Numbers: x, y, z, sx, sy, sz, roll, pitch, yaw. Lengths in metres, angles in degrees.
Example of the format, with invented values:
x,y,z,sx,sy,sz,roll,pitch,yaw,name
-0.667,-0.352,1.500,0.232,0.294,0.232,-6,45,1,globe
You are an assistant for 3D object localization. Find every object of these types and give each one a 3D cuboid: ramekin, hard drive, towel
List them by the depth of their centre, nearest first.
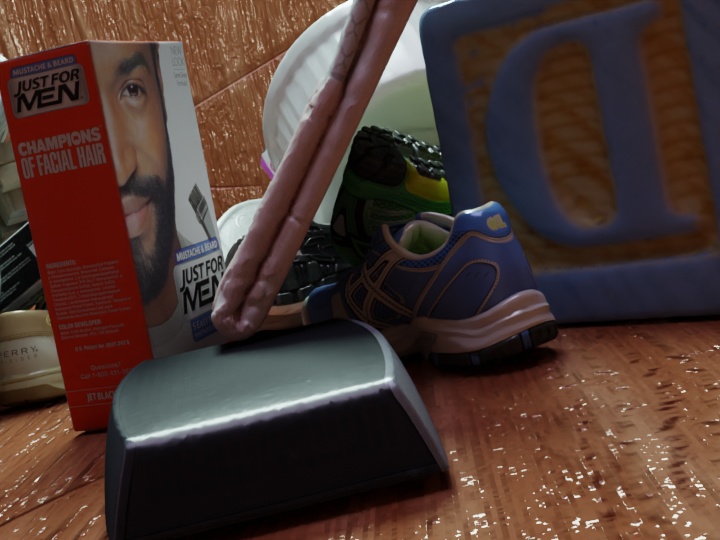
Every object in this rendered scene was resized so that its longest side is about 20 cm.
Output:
x,y,z,sx,sy,sz,roll,pitch,yaw,name
-0.043,0.059,0.519,0.134,0.043,0.200,-12,6,-6,hard drive
-0.027,-0.059,0.660,0.032,0.192,0.200,25,2,-2,towel
0.036,-0.094,0.885,0.199,0.201,0.098,-13,43,-11,ramekin

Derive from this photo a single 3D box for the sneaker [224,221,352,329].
x,y,z,sx,sy,sz,roll,pitch,yaw,name
0.000,0.000,0.846,0.199,0.074,0.079,-6,-24,-16,sneaker

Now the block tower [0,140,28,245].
x,y,z,sx,sy,sz,roll,pitch,yaw,name
-0.279,-0.026,0.967,0.058,0.054,0.200,-21,-19,-34,block tower

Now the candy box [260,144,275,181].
x,y,z,sx,sy,sz,roll,pitch,yaw,name
0.029,-0.081,1.093,0.199,0.061,0.137,0,35,-32,candy box

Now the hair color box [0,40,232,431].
x,y,z,sx,sy,sz,roll,pitch,yaw,name
-0.129,-0.024,0.687,0.064,0.201,0.111,-9,7,20,hair color box

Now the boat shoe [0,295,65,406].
x,y,z,sx,sy,sz,roll,pitch,yaw,name
-0.193,0.039,0.857,0.074,0.067,0.200,-10,7,10,boat shoe

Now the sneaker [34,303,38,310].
x,y,z,sx,sy,sz,roll,pitch,yaw,name
-0.207,0.024,1.006,0.083,0.081,0.200,8,16,10,sneaker

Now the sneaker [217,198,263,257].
x,y,z,sx,sy,sz,roll,pitch,yaw,name
-0.081,-0.015,1.087,0.071,0.099,0.200,34,34,11,sneaker

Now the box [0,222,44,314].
x,y,z,sx,sy,sz,roll,pitch,yaw,name
-0.263,0.026,0.850,0.200,0.035,0.110,-39,3,6,box

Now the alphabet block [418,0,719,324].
x,y,z,sx,sy,sz,roll,pitch,yaw,name
0.179,-0.085,0.716,0.196,0.197,0.199,-3,9,42,alphabet block

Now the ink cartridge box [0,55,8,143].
x,y,z,sx,sy,sz,roll,pitch,yaw,name
-0.340,-0.065,0.911,0.200,0.083,0.147,-53,7,42,ink cartridge box

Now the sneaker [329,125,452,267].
x,y,z,sx,sy,sz,roll,pitch,yaw,name
0.051,-0.037,0.795,0.199,0.085,0.078,5,29,-46,sneaker

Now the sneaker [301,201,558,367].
x,y,z,sx,sy,sz,roll,pitch,yaw,name
0.031,0.008,0.679,0.075,0.077,0.200,-18,6,-35,sneaker
